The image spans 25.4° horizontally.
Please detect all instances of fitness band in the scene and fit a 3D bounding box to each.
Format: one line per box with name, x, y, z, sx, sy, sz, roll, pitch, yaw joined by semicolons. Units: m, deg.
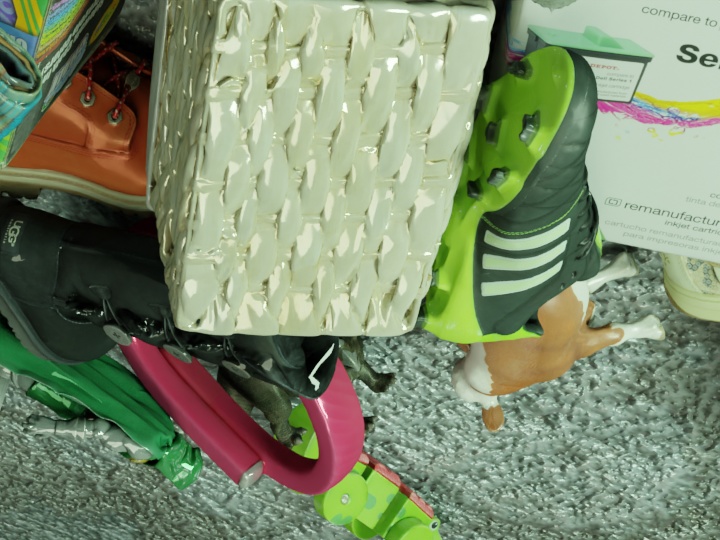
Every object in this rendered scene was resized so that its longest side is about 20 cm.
fitness band;-0.080;0.054;0.961;0.200;0.037;0.144;43;143;13

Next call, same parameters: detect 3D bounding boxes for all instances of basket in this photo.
basket;-0.022;-0.076;0.728;0.134;0.124;0.202;1;132;-14

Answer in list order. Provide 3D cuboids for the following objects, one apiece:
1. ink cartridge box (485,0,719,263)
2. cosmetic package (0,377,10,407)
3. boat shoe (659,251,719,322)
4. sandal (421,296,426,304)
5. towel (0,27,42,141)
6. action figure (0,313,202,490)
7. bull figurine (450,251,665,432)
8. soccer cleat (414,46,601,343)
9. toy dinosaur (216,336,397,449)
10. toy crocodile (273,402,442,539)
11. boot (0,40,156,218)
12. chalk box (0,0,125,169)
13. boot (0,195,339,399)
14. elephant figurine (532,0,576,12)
ink cartridge box;0.137;-0.104;0.737;0.143;0.085;0.201;11;144;1
cosmetic package;-0.343;0.101;1.029;0.165;0.202;0.167;32;137;-26
boat shoe;0.254;-0.009;0.842;0.197;0.074;0.063;-3;139;21
sandal;0.000;0.000;0.892;0.198;0.046;0.075;5;156;-36
towel;-0.235;-0.086;0.699;0.147;0.022;0.199;43;139;-16
action figure;-0.183;0.074;0.997;0.199;0.118;0.055;34;100;-6
bull figurine;0.105;0.015;0.890;0.120;0.066;0.201;-21;149;-6
soccer cleat;0.081;-0.031;0.735;0.080;0.068;0.201;3;147;-13
toy dinosaur;-0.043;0.062;1.027;0.199;0.077;0.103;-17;118;48
toy crocodile;0.005;0.159;1.140;0.200;0.062;0.067;42;173;-37
boot;-0.136;-0.090;0.839;0.197;0.076;0.108;3;138;11
chalk box;-0.173;-0.145;0.712;0.123;0.125;0.200;31;140;-3
boot;-0.101;0.026;0.883;0.197;0.066;0.165;10;163;20
elephant figurine;0.067;-0.167;0.577;0.153;0.202;0.142;2;142;12
